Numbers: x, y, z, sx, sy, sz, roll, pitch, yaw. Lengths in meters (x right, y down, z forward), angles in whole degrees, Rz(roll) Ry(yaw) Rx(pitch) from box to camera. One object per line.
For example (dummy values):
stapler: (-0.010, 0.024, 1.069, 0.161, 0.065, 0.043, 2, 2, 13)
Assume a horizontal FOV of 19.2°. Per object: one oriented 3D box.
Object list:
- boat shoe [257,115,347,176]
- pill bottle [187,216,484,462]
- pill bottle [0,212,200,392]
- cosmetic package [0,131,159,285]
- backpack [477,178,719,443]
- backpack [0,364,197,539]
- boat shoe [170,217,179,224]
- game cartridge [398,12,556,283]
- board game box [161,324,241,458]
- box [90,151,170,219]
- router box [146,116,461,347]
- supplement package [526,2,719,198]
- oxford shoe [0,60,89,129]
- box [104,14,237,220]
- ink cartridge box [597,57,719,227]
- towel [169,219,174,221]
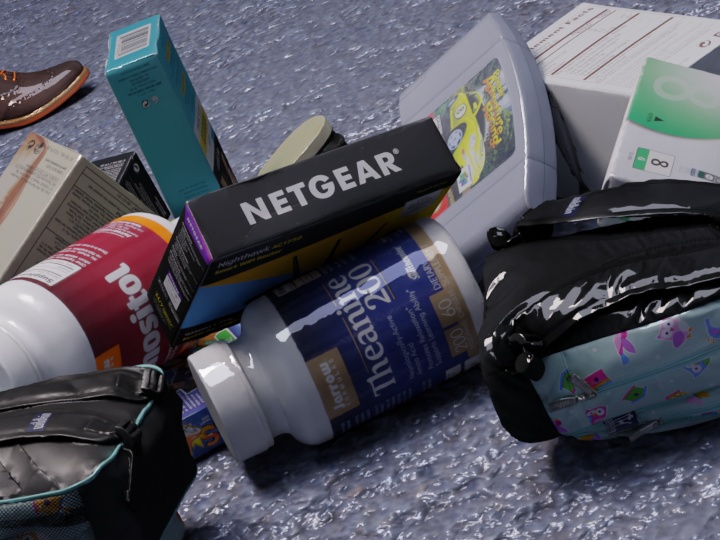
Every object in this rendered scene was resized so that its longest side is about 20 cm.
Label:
boat shoe: (-0.079, -0.030, 1.673, 0.201, 0.063, 0.074, -46, 23, -10)
pill bottle: (-0.015, 0.053, 1.481, 0.199, 0.112, 0.111, -26, 24, -9)
pill bottle: (-0.207, 0.045, 1.543, 0.112, 0.114, 0.200, 0, 24, 40)
cosmetic package: (-0.267, 0.004, 1.704, 0.087, 0.103, 0.201, 24, 77, 47)
backpack: (0.182, 0.028, 1.347, 0.199, 0.127, 0.167, -15, 36, 14)
backpack: (-0.217, 0.157, 1.386, 0.198, 0.154, 0.176, -6, 25, 12)
boat shoe: (-0.108, -0.015, 1.745, 0.198, 0.074, 0.068, -28, 26, -7)
game cartridge: (0.091, -0.095, 1.629, 0.133, 0.041, 0.201, -37, 46, 33)
board game box: (-0.126, 0.078, 1.618, 0.135, 0.035, 0.200, -27, 24, -11)
box: (-0.285, -0.016, 1.874, 0.199, 0.079, 0.142, -12, 32, 26)
router box: (-0.042, -0.026, 1.495, 0.199, 0.051, 0.149, -21, -18, -24)
supplement package: (0.212, -0.123, 1.645, 0.117, 0.118, 0.200, -35, 26, -22)
oxford shoe: (-0.403, -0.199, 2.389, 0.199, 0.073, 0.071, -25, 23, -5)
box: (-0.151, -0.106, 1.782, 0.049, 0.201, 0.082, -20, 29, 8)
ink cartridge box: (0.271, -0.065, 1.437, 0.198, 0.050, 0.161, 13, 37, 9)
towel: (-0.106, -0.021, 1.835, 0.199, 0.018, 0.086, -4, 35, 34)
